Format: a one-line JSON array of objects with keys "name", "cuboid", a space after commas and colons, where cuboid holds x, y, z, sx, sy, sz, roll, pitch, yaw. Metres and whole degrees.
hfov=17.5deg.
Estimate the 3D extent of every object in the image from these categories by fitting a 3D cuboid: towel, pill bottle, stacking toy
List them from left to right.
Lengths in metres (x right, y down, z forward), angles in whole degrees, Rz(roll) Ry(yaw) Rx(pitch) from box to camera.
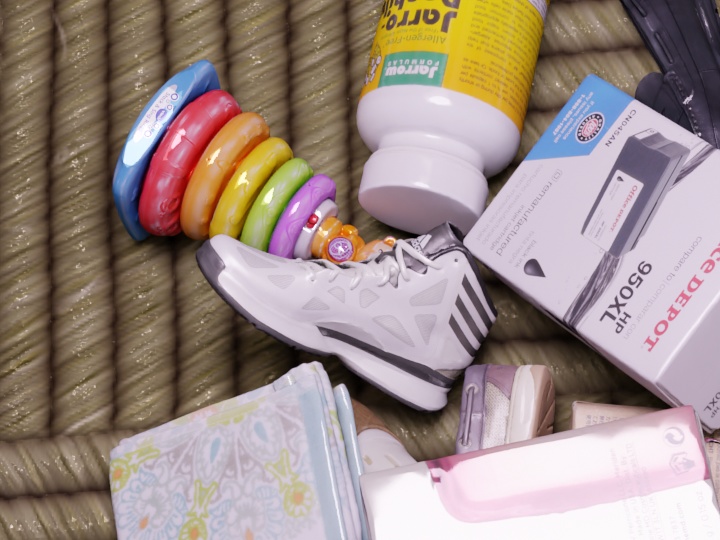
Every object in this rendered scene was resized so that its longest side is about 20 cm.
[{"name": "towel", "cuboid": [-0.071, 0.174, 1.468, 0.171, 0.048, 0.200, -23, 64, 25]}, {"name": "stacking toy", "cuboid": [-0.058, -0.040, 1.552, 0.200, 0.110, 0.116, 30, 74, 13]}, {"name": "pill bottle", "cuboid": [0.060, -0.129, 1.573, 0.113, 0.113, 0.200, 10, 70, 9]}]

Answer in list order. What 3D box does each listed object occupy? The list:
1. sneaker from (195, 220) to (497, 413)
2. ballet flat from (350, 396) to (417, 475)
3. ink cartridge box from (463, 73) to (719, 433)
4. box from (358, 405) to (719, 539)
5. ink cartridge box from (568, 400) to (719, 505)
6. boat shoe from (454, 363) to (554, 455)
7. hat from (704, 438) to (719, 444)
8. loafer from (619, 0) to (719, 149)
[{"name": "sneaker", "cuboid": [0.000, 0.000, 1.488, 0.200, 0.076, 0.115, 28, 105, -25]}, {"name": "ballet flat", "cuboid": [0.015, 0.163, 1.475, 0.068, 0.072, 0.200, 9, 63, -33]}, {"name": "ink cartridge box", "cuboid": [0.183, -0.014, 1.472, 0.145, 0.084, 0.200, -53, 45, 1]}, {"name": "box", "cuboid": [0.109, 0.165, 1.360, 0.200, 0.128, 0.109, -11, 67, 1]}, {"name": "ink cartridge box", "cuboid": [0.203, 0.190, 1.450, 0.164, 0.075, 0.200, 5, 68, 6]}, {"name": "boat shoe", "cuboid": [0.076, 0.154, 1.482, 0.065, 0.072, 0.200, 7, 75, 22]}, {"name": "hat", "cuboid": [0.320, 0.188, 1.423, 0.176, 0.200, 0.166, 12, 23, 36]}, {"name": "loafer", "cuboid": [0.222, -0.117, 1.581, 0.070, 0.068, 0.201, -16, 63, 9]}]
